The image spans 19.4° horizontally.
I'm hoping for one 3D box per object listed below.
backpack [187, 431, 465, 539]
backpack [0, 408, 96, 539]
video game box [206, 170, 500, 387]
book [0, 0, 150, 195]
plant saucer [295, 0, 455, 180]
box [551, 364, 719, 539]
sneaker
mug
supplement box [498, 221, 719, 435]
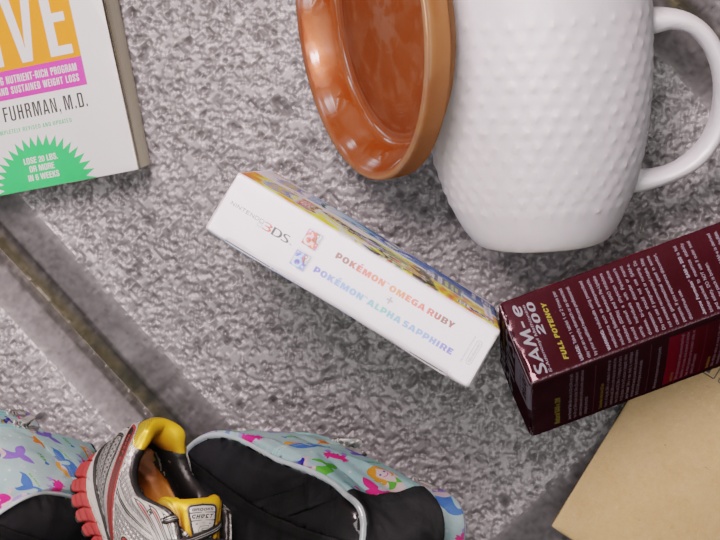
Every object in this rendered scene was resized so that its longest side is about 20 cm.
[{"bbox_3d":[-0.039,0.193,1.353,0.199,0.150,0.179,18,100,40],"label":"backpack"},{"bbox_3d":[-0.252,0.177,1.360,0.150,0.200,0.178,42,99,19],"label":"backpack"},{"bbox_3d":[0.000,0.000,1.319,0.182,0.200,0.047,29,94,0],"label":"video game box"},{"bbox_3d":[-0.225,-0.155,1.400,0.133,0.048,0.201,-10,97,10],"label":"book"},{"bbox_3d":[0.011,-0.157,1.311,0.032,0.200,0.202,-9,96,-22],"label":"plant saucer"},{"bbox_3d":[0.249,0.152,1.375,0.199,0.021,0.164,32,91,12],"label":"box"},{"bbox_3d":[-0.114,0.178,1.270,0.082,0.078,0.201,-46,57,34],"label":"sneaker"},{"bbox_3d":[0.136,-0.108,1.326,0.199,0.148,0.176,-4,103,-5],"label":"mug"},{"bbox_3d":[0.189,0.030,1.331,0.199,0.109,0.061,-20,68,-4],"label":"supplement box"}]
